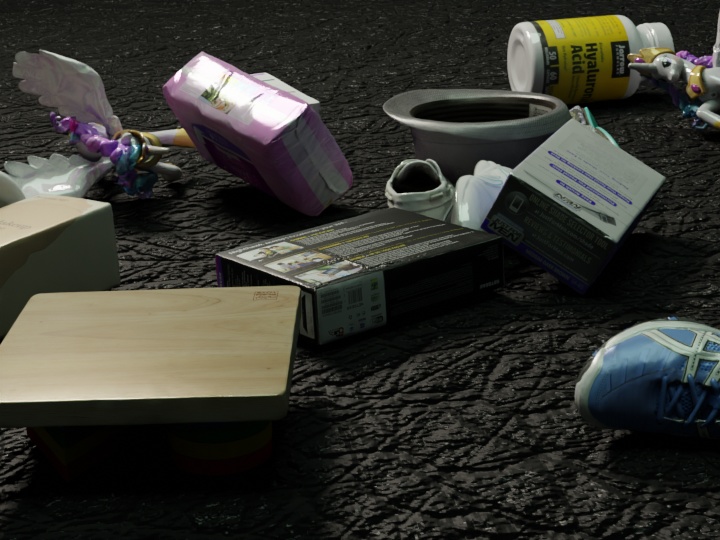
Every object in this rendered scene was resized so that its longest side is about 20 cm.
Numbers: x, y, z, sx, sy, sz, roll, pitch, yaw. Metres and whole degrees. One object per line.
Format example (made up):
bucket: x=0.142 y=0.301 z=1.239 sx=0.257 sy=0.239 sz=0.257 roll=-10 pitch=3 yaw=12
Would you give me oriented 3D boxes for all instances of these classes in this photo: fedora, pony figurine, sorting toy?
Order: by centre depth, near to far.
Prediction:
sorting toy: x=-0.143 y=0.078 z=1.014 sx=0.199 sy=0.070 sz=0.199 roll=-1 pitch=19 yaw=1
fedora: x=0.125 y=-0.133 z=1.571 sx=0.199 sy=0.091 sz=0.177 roll=2 pitch=19 yaw=12
pony figurine: x=-0.276 y=-0.138 z=1.581 sx=0.192 sy=0.167 sz=0.200 roll=9 pitch=4 yaw=6
pony figurine: x=0.439 y=-0.231 z=1.749 sx=0.193 sy=0.167 sz=0.200 roll=-22 pitch=42 yaw=-32

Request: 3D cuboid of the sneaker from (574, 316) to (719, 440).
sneaker: x=0.240 y=0.073 z=0.972 sx=0.199 sy=0.076 sz=0.077 roll=-6 pitch=14 yaw=-6

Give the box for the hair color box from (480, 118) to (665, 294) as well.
hair color box: x=0.194 y=-0.061 z=1.328 sx=0.109 sy=0.065 sz=0.200 roll=34 pitch=27 yaw=10

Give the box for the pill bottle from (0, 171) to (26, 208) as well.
pill bottle: x=-0.403 y=-0.055 z=1.370 sx=0.200 sy=0.113 sz=0.112 roll=16 pitch=26 yaw=43

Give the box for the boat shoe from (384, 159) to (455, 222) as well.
boat shoe: x=0.056 y=-0.077 z=1.453 sx=0.072 sy=0.066 sz=0.200 roll=1 pitch=19 yaw=11

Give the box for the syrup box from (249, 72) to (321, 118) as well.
syrup box: x=-0.113 y=-0.174 z=1.736 sx=0.081 sy=0.079 sz=0.200 roll=-9 pitch=20 yaw=-18

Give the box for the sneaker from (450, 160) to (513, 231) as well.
sneaker: x=0.131 y=-0.058 z=1.385 sx=0.080 sy=0.071 sz=0.200 roll=10 pitch=22 yaw=14

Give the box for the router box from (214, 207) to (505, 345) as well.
router box: x=0.000 y=0.000 z=1.254 sx=0.199 sy=0.051 sz=0.149 roll=-15 pitch=21 yaw=-34

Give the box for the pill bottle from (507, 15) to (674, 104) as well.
pill bottle: x=0.300 y=-0.275 z=1.936 sx=0.199 sy=0.112 sz=0.111 roll=-7 pitch=19 yaw=-12

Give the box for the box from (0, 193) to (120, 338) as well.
box: x=-0.302 y=0.001 z=1.247 sx=0.095 sy=0.078 sz=0.200 roll=8 pitch=22 yaw=30

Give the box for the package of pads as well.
package of pads: x=-0.106 y=-0.140 z=1.534 sx=0.076 sy=0.121 sz=0.200 roll=-45 pitch=45 yaw=-16

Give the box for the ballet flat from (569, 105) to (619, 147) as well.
ballet flat: x=0.239 y=-0.123 z=1.592 sx=0.072 sy=0.072 sz=0.200 roll=-3 pitch=19 yaw=-1
